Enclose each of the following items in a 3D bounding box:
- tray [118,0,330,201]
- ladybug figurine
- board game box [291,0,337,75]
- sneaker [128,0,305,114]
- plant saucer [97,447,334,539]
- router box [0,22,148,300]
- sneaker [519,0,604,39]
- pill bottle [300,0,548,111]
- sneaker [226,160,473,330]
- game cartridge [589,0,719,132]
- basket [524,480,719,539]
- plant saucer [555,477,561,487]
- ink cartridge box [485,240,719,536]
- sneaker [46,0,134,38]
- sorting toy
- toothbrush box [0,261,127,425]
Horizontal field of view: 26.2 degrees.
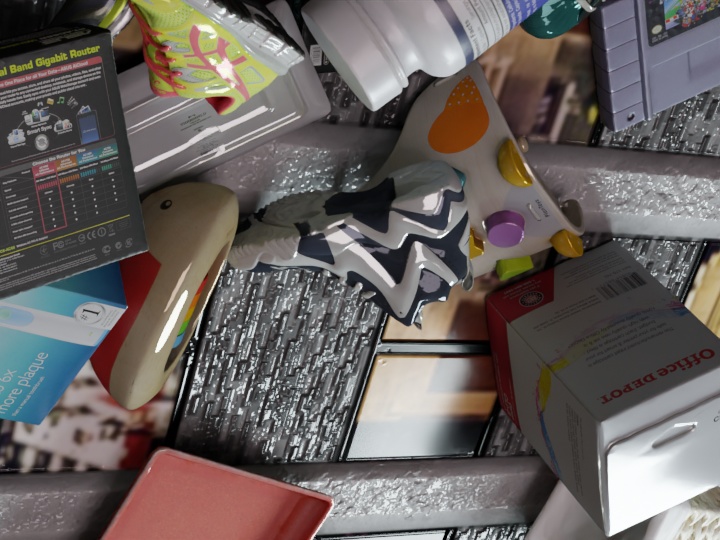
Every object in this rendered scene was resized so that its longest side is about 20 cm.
[{"bbox_3d":[-0.125,-0.113,1.145,0.198,0.022,0.108,-25,130,0],"label":"tray"},{"bbox_3d":[-0.156,0.016,1.176,0.071,0.136,0.202,27,114,1],"label":"ladybug figurine"},{"bbox_3d":[0.017,-0.247,1.148,0.134,0.028,0.202,-8,123,-24],"label":"board game box"},{"bbox_3d":[-0.116,-0.154,1.028,0.090,0.078,0.200,-43,148,11],"label":"sneaker"},{"bbox_3d":[-0.152,0.248,1.369,0.199,0.037,0.201,22,108,-38],"label":"plant saucer"},{"bbox_3d":[-0.243,-0.061,0.980,0.198,0.062,0.152,-20,114,-31],"label":"router box"},{"bbox_3d":[0.205,-0.256,1.209,0.200,0.080,0.071,-49,130,9],"label":"sneaker"},{"bbox_3d":[0.061,-0.210,1.099,0.199,0.120,0.120,-37,131,-2],"label":"pill bottle"},{"bbox_3d":[0.000,0.000,1.226,0.197,0.080,0.131,-17,117,9],"label":"sneaker"},{"bbox_3d":[0.289,-0.211,1.318,0.198,0.038,0.131,-25,133,-12],"label":"game cartridge"},{"bbox_3d":[0.259,0.267,1.504,0.122,0.136,0.202,11,115,-35],"label":"basket"},{"bbox_3d":[0.277,0.205,1.583,0.197,0.037,0.202,-11,124,-22],"label":"plant saucer"},{"bbox_3d":[0.225,0.102,1.379,0.144,0.200,0.146,-21,128,-14],"label":"ink cartridge box"},{"bbox_3d":[-0.170,-0.235,1.038,0.080,0.074,0.201,26,101,-27],"label":"sneaker"},{"bbox_3d":[0.075,-0.041,1.290,0.179,0.108,0.200,-29,132,17],"label":"sorting toy"},{"bbox_3d":[-0.289,0.019,1.099,0.198,0.086,0.147,17,129,-35],"label":"toothbrush box"}]
